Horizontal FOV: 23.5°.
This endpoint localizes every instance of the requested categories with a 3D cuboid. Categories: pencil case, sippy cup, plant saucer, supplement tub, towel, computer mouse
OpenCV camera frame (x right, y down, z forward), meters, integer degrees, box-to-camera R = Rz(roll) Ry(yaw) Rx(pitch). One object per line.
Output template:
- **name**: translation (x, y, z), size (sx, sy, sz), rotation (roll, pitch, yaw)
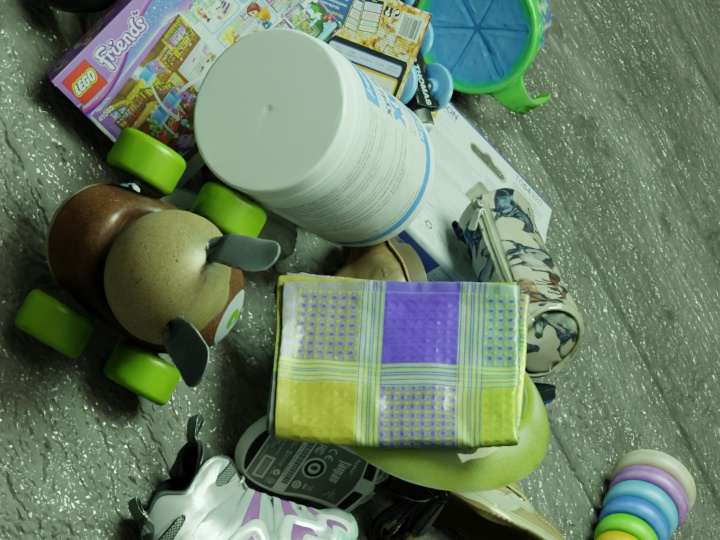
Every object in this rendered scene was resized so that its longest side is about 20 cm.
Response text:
- **pencil case**: translation (0.141, 0.008, 1.556), size (0.089, 0.078, 0.201), rotation (35, 23, -32)
- **sippy cup**: translation (0.140, -0.261, 1.824), size (0.130, 0.139, 0.179), rotation (-32, 130, -65)
- **plant saucer**: translation (0.061, 0.096, 1.382), size (0.198, 0.031, 0.201), rotation (12, 34, -8)
- **supplement tub**: translation (-0.031, -0.099, 1.357), size (0.200, 0.131, 0.133), rotation (28, 42, -66)
- **towel**: translation (0.027, 0.068, 1.328), size (0.023, 0.198, 0.145), rotation (82, 13, -61)
- **computer mouse**: translation (-0.013, 0.154, 1.385), size (0.199, 0.110, 0.044), rotation (25, 22, -28)

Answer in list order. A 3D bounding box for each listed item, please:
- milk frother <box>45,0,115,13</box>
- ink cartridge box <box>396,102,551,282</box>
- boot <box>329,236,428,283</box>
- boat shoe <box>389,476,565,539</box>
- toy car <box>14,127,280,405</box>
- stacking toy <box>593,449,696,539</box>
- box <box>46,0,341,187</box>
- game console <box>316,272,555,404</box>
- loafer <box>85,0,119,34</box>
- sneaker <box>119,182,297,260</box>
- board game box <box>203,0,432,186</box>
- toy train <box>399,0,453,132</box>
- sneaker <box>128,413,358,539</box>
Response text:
- **milk frother**: translation (-0.251, -0.309, 1.326), size (0.199, 0.188, 0.182), rotation (14, 55, -44)
- **ink cartridge box**: translation (0.099, -0.053, 1.695), size (0.196, 0.043, 0.201), rotation (44, 38, -20)
- **boot**: translation (0.000, 0.000, 1.463), size (0.200, 0.075, 0.074), rotation (-133, -150, -74)
- **boat shoe**: translation (0.112, 0.200, 1.507), size (0.200, 0.074, 0.067), rotation (35, 48, -30)
- **toy car**: translation (-0.122, 0.011, 1.204), size (0.157, 0.200, 0.165), rotation (32, 83, -32)
- **stacking toy**: translation (0.252, 0.260, 1.634), size (0.086, 0.085, 0.200), rotation (51, 40, -12)
- **box**: translation (-0.132, -0.177, 1.382), size (0.137, 0.200, 0.039), rotation (45, 1, -23)
- **game console**: translation (0.052, 0.063, 1.501), size (0.199, 0.170, 0.119), rotation (-7, 98, -52)
- **loafer**: translation (-0.197, -0.253, 1.453), size (0.070, 0.070, 0.201), rotation (16, 55, -44)
- **sneaker**: translation (-0.130, -0.019, 1.380), size (0.199, 0.076, 0.082), rotation (7, 77, -47)
- **board game box**: translation (-0.035, -0.151, 1.493), size (0.151, 0.046, 0.201), rotation (14, 100, -45)
- **toy train**: translation (0.009, -0.207, 1.630), size (0.086, 0.114, 0.201), rotation (3, 64, -53)
- **sneaker**: translation (-0.089, 0.170, 1.284), size (0.199, 0.077, 0.141), rotation (-14, 78, -54)
